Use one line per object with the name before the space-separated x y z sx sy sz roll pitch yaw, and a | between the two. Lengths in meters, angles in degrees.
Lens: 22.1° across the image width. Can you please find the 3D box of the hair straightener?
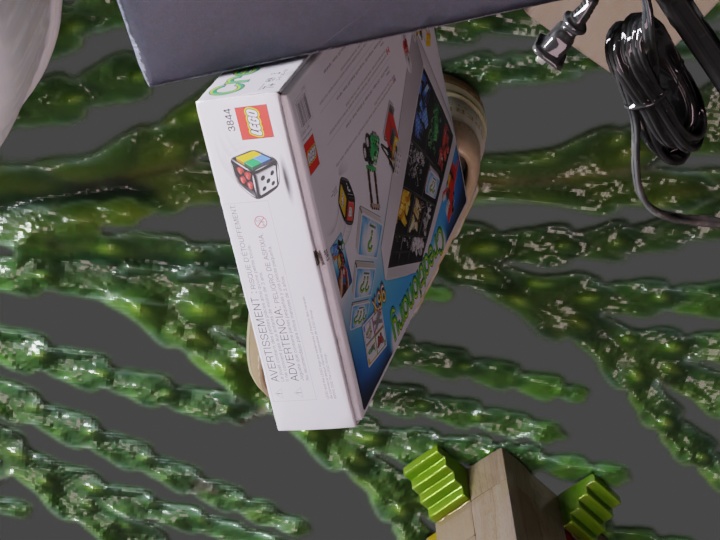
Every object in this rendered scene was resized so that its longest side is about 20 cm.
hair straightener | 0.092 -0.084 0.594 0.077 0.041 0.200 -24 128 13

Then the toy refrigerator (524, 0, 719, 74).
toy refrigerator | 0.153 -0.175 0.747 0.070 0.076 0.200 30 119 -23

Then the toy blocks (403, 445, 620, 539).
toy blocks | 0.109 0.193 0.984 0.100 0.137 0.200 -36 121 22

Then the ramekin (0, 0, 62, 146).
ramekin | -0.227 -0.104 0.764 0.200 0.105 0.200 -2 127 -2

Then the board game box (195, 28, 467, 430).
board game box | -0.003 -0.042 0.707 0.035 0.200 0.126 -5 113 17

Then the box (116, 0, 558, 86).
box | 0.007 -0.182 0.658 0.200 0.199 0.123 -12 127 5

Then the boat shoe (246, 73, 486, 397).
boat shoe | 0.000 0.000 0.877 0.072 0.065 0.200 21 123 -18
